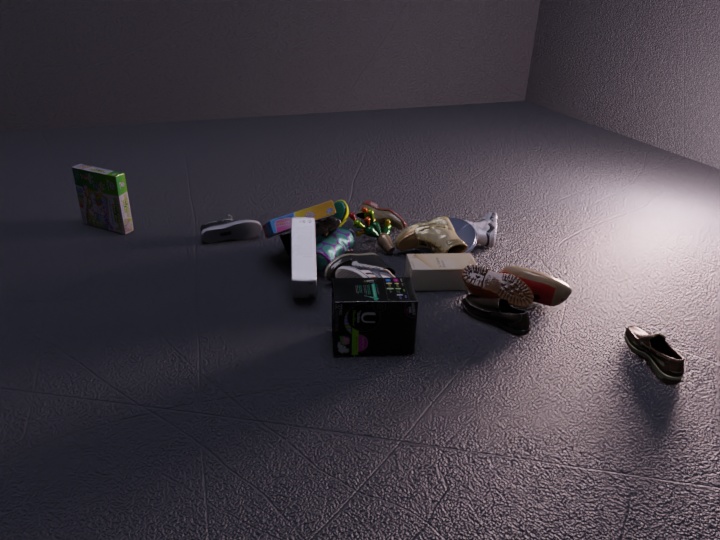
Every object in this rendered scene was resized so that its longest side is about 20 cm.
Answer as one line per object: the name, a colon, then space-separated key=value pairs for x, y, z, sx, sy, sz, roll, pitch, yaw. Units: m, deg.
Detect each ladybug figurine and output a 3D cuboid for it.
ladybug figurine: x=0.477 y=0.045 z=1.609 sx=0.197 sy=0.073 sz=0.136 roll=19 pitch=-4 yaw=20

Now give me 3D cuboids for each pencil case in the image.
pencil case: x=-0.085 y=-0.060 z=1.779 sx=0.092 sy=0.086 sz=0.200 roll=37 pitch=35 yaw=2

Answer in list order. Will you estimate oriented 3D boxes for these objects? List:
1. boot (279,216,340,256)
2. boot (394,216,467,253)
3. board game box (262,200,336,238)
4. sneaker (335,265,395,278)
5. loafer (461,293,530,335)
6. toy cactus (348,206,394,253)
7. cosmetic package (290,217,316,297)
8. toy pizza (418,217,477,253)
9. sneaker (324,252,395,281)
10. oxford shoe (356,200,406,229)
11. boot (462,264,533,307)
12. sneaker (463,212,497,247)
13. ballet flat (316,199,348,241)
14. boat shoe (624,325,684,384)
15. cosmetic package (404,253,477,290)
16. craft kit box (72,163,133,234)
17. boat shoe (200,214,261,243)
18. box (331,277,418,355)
boot: x=-0.152 y=-0.113 z=1.803 sx=0.172 sy=0.070 sz=0.199 roll=-29 pitch=14 yaw=-17
boot: x=0.219 y=-0.080 z=1.826 sx=0.197 sy=0.073 sz=0.156 roll=-20 pitch=46 yaw=-8
board game box: x=-0.186 y=-0.152 z=1.749 sx=0.197 sy=0.041 sz=0.153 roll=-21 pitch=4 yaw=-18
sneaker: x=0.029 y=0.032 z=1.625 sx=0.197 sy=0.079 sz=0.080 roll=23 pitch=37 yaw=13
loafer: x=0.357 y=0.098 z=1.528 sx=0.198 sy=0.072 sz=0.073 roll=22 pitch=34 yaw=32
toy cactus: x=0.049 y=-0.121 z=1.893 sx=0.166 sy=0.102 sz=0.199 roll=56 pitch=19 yaw=24
cosmetic package: x=-0.158 y=-0.036 z=1.617 sx=0.073 sy=0.102 sz=0.203 roll=0 pitch=60 yaw=-5
toy pizza: x=0.280 y=-0.097 z=1.897 sx=0.196 sy=0.032 sz=0.202 roll=-8 pitch=45 yaw=8
sneaker: x=0.000 y=0.000 z=1.681 sx=0.198 sy=0.076 sz=0.106 roll=-15 pitch=30 yaw=-32
oxford shoe: x=0.072 y=-0.178 z=2.056 sx=0.198 sy=0.071 sz=0.075 roll=26 pitch=62 yaw=35
boot: x=0.374 y=0.053 z=1.594 sx=0.198 sy=0.108 sz=0.076 roll=24 pitch=71 yaw=21
sneaker: x=0.405 y=-0.149 z=1.992 sx=0.113 sy=0.076 sz=0.201 roll=9 pitch=32 yaw=7
ballet flat: x=-0.079 y=-0.162 z=1.877 sx=0.066 sy=0.200 sz=0.067 roll=-16 pitch=67 yaw=-41
boat shoe: x=0.708 y=0.180 z=1.397 sx=0.073 sy=0.076 sz=0.203 roll=-3 pitch=28 yaw=-10
cosmetic package: x=0.234 y=0.004 z=1.698 sx=0.196 sy=0.074 sz=0.104 roll=0 pitch=28 yaw=-7
craft kit box: x=-0.850 y=-0.236 z=1.930 sx=0.194 sy=0.203 sz=0.049 roll=11 pitch=29 yaw=19
boat shoe: x=-0.425 y=-0.140 z=1.918 sx=0.196 sy=0.074 sz=0.069 roll=-14 pitch=45 yaw=-10
box: x=0.030 y=0.108 z=1.401 sx=0.196 sy=0.151 sz=0.125 roll=0 pitch=27 yaw=-5
